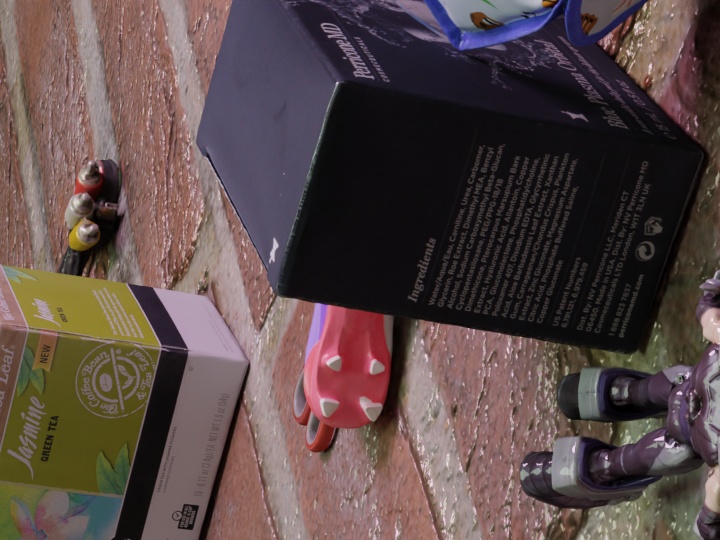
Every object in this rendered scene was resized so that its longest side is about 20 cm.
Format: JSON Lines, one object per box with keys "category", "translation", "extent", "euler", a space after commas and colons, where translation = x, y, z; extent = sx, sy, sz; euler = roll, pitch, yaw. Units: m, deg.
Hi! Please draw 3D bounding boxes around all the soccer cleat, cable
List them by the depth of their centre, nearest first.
{"category": "soccer cleat", "translation": [0.000, 0.000, 1.578], "extent": [0.076, 0.066, 0.201], "euler": [-141, 59, -72]}
{"category": "cable", "translation": [-0.265, -0.035, 2.328], "extent": [0.200, 0.050, 0.098], "euler": [132, 143, -54]}

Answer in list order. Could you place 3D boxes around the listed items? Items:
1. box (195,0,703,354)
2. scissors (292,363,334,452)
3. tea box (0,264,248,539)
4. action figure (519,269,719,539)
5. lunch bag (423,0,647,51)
{"category": "box", "translation": [0.039, -0.062, 1.293], "extent": [0.197, 0.199, 0.118], "euler": [-122, 45, -60]}
{"category": "scissors", "translation": [-0.014, 0.020, 1.680], "extent": [0.073, 0.014, 0.201], "euler": [-138, 59, -69]}
{"category": "tea box", "translation": [-0.212, 0.119, 1.908], "extent": [0.134, 0.196, 0.201], "euler": [-128, 49, -63]}
{"category": "action figure", "translation": [0.151, 0.065, 1.137], "extent": [0.200, 0.069, 0.131], "euler": [-17, 59, 64]}
{"category": "lunch bag", "translation": [0.113, -0.192, 1.172], "extent": [0.170, 0.124, 0.200], "euler": [-41, 11, -15]}
